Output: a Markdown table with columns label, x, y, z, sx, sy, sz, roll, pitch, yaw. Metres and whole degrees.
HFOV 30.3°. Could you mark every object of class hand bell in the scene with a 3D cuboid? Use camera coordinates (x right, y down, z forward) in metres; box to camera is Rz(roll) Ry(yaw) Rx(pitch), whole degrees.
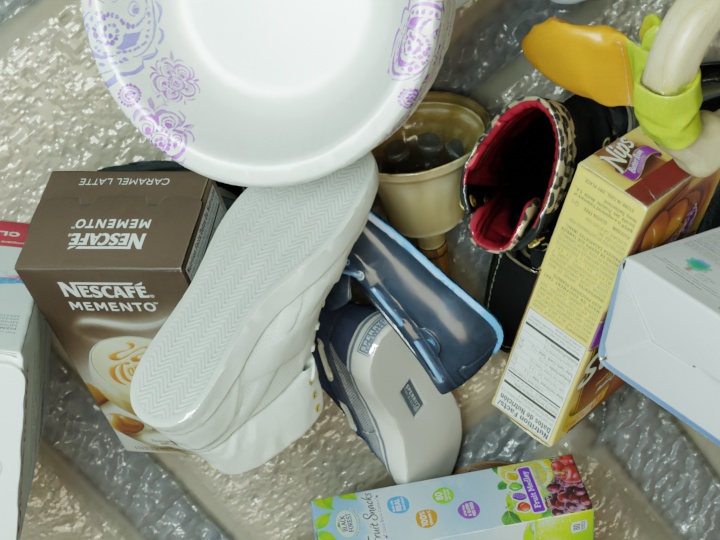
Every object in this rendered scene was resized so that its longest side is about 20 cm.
| label | x | y | z | sx | sy | sz | roll | pitch | yaw |
| --- | --- | --- | --- | --- | --- | --- | --- | --- | --- |
| hand bell | 0.050 | -0.011 | 0.931 | 0.102 | 0.105 | 0.202 | -12 | 125 | -2 |

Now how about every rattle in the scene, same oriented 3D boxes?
| label | x | y | z | sx | sy | sz | roll | pitch | yaw |
| --- | --- | --- | --- | --- | --- | --- | --- | --- | --- |
| rattle | 0.216 | -0.167 | 0.789 | 0.129 | 0.143 | 0.201 | 32 | 96 | -30 |

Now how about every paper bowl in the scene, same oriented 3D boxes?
| label | x | y | z | sx | sy | sz | roll | pitch | yaw |
| --- | --- | --- | --- | --- | --- | --- | --- | --- | --- |
| paper bowl | -0.044 | -0.154 | 0.731 | 0.197 | 0.104 | 0.204 | 3 | 104 | 13 |

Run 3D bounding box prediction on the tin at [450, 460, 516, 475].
| label | x | y | z | sx | sy | sz | roll | pitch | yaw |
| --- | --- | --- | --- | --- | --- | --- | --- | --- | --- |
| tin | 0.061 | 0.222 | 1.043 | 0.197 | 0.042 | 0.113 | -22 | 109 | 2 |

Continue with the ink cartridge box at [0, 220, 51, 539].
| label | x | y | z | sx | sy | sz | roll | pitch | yaw |
| --- | --- | --- | --- | --- | --- | --- | --- | --- | --- |
| ink cartridge box | -0.247 | 0.071 | 0.851 | 0.081 | 0.200 | 0.148 | 5 | 112 | -9 |

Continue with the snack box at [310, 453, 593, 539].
| label | x | y | z | sx | sy | sz | roll | pitch | yaw |
| --- | --- | --- | --- | --- | --- | --- | --- | --- | --- |
| snack box | 0.070 | 0.235 | 0.984 | 0.197 | 0.068 | 0.171 | -9 | 123 | -4 |

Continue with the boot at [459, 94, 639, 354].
| label | x | y | z | sx | sy | sz | roll | pitch | yaw |
| --- | --- | --- | --- | --- | --- | --- | --- | --- | --- |
| boot | 0.111 | -0.029 | 0.879 | 0.073 | 0.150 | 0.202 | 31 | 109 | 21 |

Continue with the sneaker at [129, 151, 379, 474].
| label | x | y | z | sx | sy | sz | roll | pitch | yaw |
| --- | --- | --- | --- | --- | --- | --- | --- | --- | --- |
| sneaker | -0.046 | 0.025 | 0.790 | 0.201 | 0.073 | 0.116 | -53 | 147 | -11 |

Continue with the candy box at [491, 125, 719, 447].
| label | x | y | z | sx | sy | sz | roll | pitch | yaw |
| --- | --- | --- | --- | --- | --- | --- | --- | --- | --- |
| candy box | 0.162 | 0.007 | 0.868 | 0.056 | 0.116 | 0.202 | 36 | 133 | 24 |

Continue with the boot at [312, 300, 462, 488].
| label | x | y | z | sx | sy | sz | roll | pitch | yaw |
| --- | --- | --- | --- | --- | --- | --- | --- | --- | --- |
| boot | 0.011 | 0.087 | 0.970 | 0.073 | 0.090 | 0.201 | -47 | 141 | -24 |

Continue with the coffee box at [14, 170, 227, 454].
| label | x | y | z | sx | sy | sz | roll | pitch | yaw |
| --- | --- | --- | --- | --- | --- | --- | --- | --- | --- |
| coffee box | -0.127 | 0.033 | 0.860 | 0.112 | 0.081 | 0.201 | 0 | 140 | 16 |

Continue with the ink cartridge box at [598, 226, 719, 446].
| label | x | y | z | sx | sy | sz | roll | pitch | yaw |
| --- | --- | --- | --- | --- | --- | --- | --- | --- | --- |
| ink cartridge box | 0.262 | 0.033 | 0.810 | 0.198 | 0.136 | 0.077 | -17 | 130 | -37 |

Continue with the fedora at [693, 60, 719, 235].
| label | x | y | z | sx | sy | sz | roll | pitch | yaw |
| --- | --- | --- | --- | --- | --- | --- | --- | --- | --- |
| fedora | 0.252 | -0.039 | 0.929 | 0.197 | 0.092 | 0.204 | -3 | 112 | -6 |

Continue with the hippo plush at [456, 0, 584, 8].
| label | x | y | z | sx | sy | sz | roll | pitch | yaw |
| --- | --- | --- | --- | --- | --- | --- | --- | --- | --- |
| hippo plush | 0.101 | -0.216 | 0.801 | 0.158 | 0.159 | 0.204 | -1 | 94 | -19 |

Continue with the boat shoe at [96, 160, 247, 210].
| label | x | y | z | sx | sy | sz | roll | pitch | yaw |
| --- | --- | --- | --- | --- | --- | --- | --- | --- | --- |
| boat shoe | -0.092 | -0.036 | 0.890 | 0.196 | 0.066 | 0.076 | 15 | 68 | -7 |

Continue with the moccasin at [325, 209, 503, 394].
| label | x | y | z | sx | sy | sz | roll | pitch | yaw |
| --- | --- | --- | --- | --- | --- | --- | --- | --- | --- |
| moccasin | 0.000 | 0.000 | 0.842 | 0.199 | 0.080 | 0.068 | 41 | 93 | 5 |
